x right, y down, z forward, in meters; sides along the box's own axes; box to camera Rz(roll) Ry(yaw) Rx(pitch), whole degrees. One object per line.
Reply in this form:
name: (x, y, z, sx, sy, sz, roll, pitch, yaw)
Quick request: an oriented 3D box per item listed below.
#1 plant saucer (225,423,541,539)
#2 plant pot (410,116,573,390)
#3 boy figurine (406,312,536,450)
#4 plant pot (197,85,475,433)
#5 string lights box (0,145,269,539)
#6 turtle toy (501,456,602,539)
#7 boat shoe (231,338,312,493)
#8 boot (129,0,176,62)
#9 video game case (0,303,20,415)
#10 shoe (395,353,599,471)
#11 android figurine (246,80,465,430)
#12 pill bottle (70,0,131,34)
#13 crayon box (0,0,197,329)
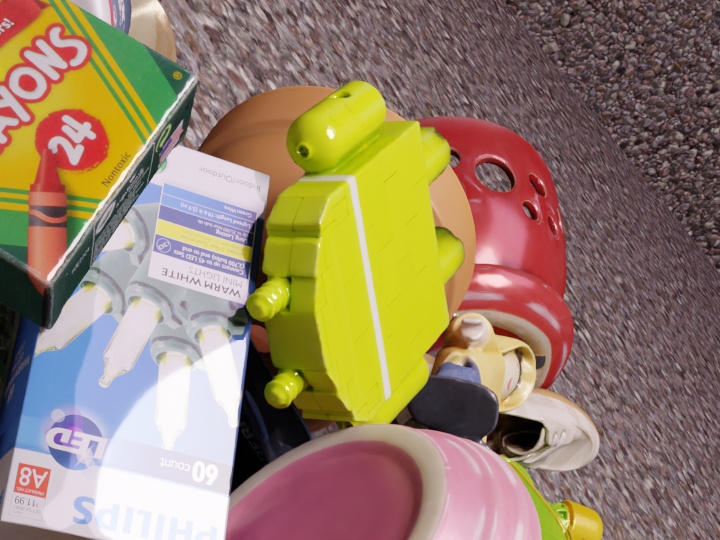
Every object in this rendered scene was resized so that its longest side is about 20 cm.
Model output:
plant saucer: (-0.015, 0.141, 0.664, 0.051, 0.199, 0.201, 57, 16, -26)
plant pot: (0.070, 0.012, 1.123, 0.200, 0.199, 0.184, 39, 31, -40)
boy figurine: (0.074, 0.089, 0.936, 0.200, 0.064, 0.126, -24, 118, -74)
plant pot: (-0.040, 0.007, 0.885, 0.201, 0.199, 0.140, 50, 35, -15)
string lights box: (-0.108, 0.038, 0.669, 0.102, 0.059, 0.202, 16, 60, -22)
turtle toy: (0.092, 0.198, 0.999, 0.145, 0.102, 0.201, 23, 27, -18)
boat shoe: (-0.083, 0.062, 0.758, 0.200, 0.084, 0.069, 46, 24, -23)
boot: (-0.190, -0.193, 1.001, 0.144, 0.070, 0.203, 35, -41, 59)
video game case: (-0.182, 0.020, 0.741, 0.182, 0.022, 0.201, 45, 22, -30)
shoe: (0.100, 0.119, 1.060, 0.199, 0.070, 0.054, 21, 28, -27)
android figurine: (0.000, 0.000, 0.745, 0.200, 0.041, 0.184, -45, 131, -53)
pill bottle: (-0.194, -0.150, 0.823, 0.120, 0.119, 0.200, 51, 6, -14)
crayon box: (-0.189, -0.080, 0.633, 0.199, 0.051, 0.128, 29, 61, 2)
